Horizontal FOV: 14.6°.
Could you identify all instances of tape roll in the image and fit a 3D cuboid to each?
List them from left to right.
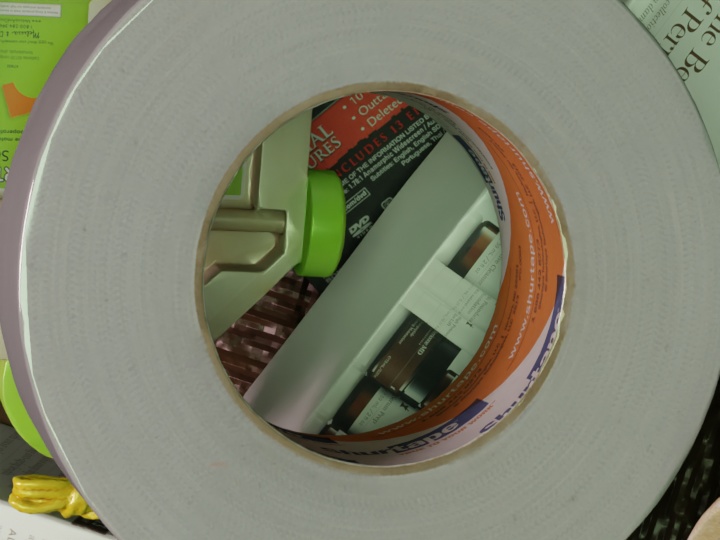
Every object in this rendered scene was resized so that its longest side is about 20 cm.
[{"bbox_3d":[0.000,0.000,0.781,0.199,0.066,0.202,-1,95,-14],"label":"tape roll"}]

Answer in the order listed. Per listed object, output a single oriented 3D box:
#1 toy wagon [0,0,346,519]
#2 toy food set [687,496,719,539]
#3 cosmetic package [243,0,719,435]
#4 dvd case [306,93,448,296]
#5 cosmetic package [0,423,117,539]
[{"bbox_3d":[-0.081,-0.028,0.818,0.154,0.040,0.202,2,100,-13],"label":"toy wagon"},{"bbox_3d":[0.180,0.101,0.725,0.197,0.200,0.049,24,60,-12],"label":"toy food set"},{"bbox_3d":[0.058,-0.009,0.869,0.082,0.051,0.200,33,99,-28],"label":"cosmetic package"},{"bbox_3d":[-0.015,-0.103,0.857,0.146,0.022,0.200,-38,117,7],"label":"dvd case"},{"bbox_3d":[-0.053,0.117,0.877,0.199,0.113,0.082,16,97,2],"label":"cosmetic package"}]
